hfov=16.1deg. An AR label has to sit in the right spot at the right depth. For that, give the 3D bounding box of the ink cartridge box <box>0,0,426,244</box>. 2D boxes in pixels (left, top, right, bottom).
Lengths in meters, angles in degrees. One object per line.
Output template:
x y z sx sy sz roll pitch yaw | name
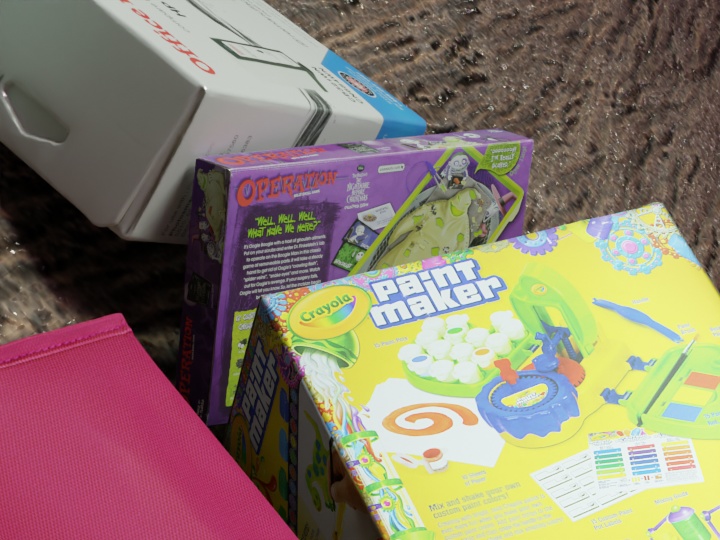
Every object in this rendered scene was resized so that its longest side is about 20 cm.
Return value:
-0.084 -0.081 1.211 0.146 0.084 0.200 38 16 25 | ink cartridge box

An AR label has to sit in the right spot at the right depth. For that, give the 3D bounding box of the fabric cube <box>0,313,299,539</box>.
-0.103 0.157 0.639 0.199 0.200 0.196 50 21 8 | fabric cube

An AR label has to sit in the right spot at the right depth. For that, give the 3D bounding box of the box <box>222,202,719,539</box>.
0.073 0.096 1.088 0.200 0.122 0.193 -13 56 -23 | box

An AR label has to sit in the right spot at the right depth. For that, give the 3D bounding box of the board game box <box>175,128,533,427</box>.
0.000 0.000 1.183 0.200 0.120 0.032 -7 23 -44 | board game box
